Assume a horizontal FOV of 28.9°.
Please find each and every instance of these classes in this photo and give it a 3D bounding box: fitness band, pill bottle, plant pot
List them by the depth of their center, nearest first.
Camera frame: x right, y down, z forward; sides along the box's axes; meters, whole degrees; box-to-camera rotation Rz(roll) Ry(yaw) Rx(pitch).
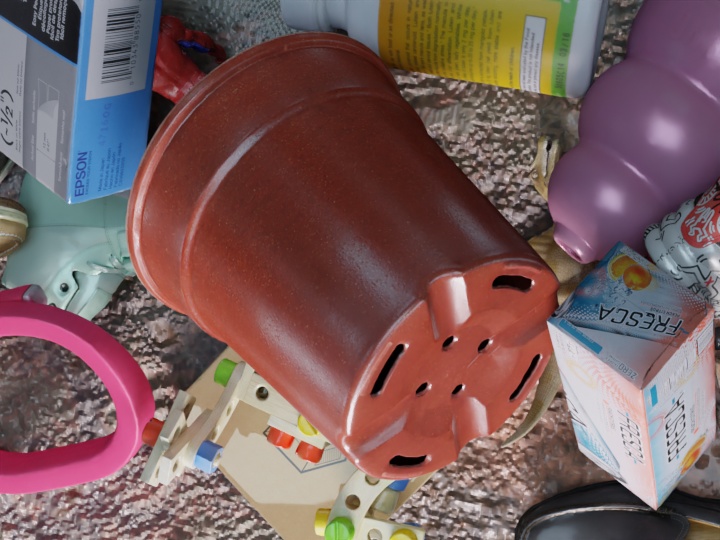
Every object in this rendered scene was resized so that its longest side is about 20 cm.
[{"bbox_3d":[0.000,0.000,0.795,0.201,0.200,0.195,-53,52,9],"label":"plant pot"},{"bbox_3d":[0.055,-0.178,0.876,0.198,0.111,0.112,11,95,10],"label":"pill bottle"},{"bbox_3d":[-0.231,0.084,0.949,0.198,0.038,0.144,-13,117,28],"label":"fitness band"}]

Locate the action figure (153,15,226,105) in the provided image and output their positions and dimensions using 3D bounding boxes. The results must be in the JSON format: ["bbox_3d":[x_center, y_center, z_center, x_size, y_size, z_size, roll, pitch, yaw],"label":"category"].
[{"bbox_3d":[-0.099,-0.111,0.942,0.200,0.099,0.065,43,97,-16],"label":"action figure"}]

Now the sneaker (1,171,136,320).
[{"bbox_3d":[-0.150,0.001,0.944,0.199,0.074,0.119,19,90,19],"label":"sneaker"}]

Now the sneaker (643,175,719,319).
[{"bbox_3d":[0.232,-0.010,0.819,0.108,0.201,0.068,-37,64,18],"label":"sneaker"}]

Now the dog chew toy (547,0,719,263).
[{"bbox_3d":[0.188,-0.088,0.837,0.124,0.125,0.200,41,86,6],"label":"dog chew toy"}]

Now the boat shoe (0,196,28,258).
[{"bbox_3d":[-0.308,0.007,0.939,0.198,0.072,0.077,-16,69,22],"label":"boat shoe"}]

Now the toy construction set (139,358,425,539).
[{"bbox_3d":[-0.039,0.116,0.905,0.198,0.092,0.132,20,98,-2],"label":"toy construction set"}]

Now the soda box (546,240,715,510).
[{"bbox_3d":[0.162,0.067,0.816,0.068,0.200,0.064,38,76,28],"label":"soda box"}]

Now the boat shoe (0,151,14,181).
[{"bbox_3d":[-0.330,-0.062,0.984,0.200,0.060,0.073,-25,89,12],"label":"boat shoe"}]

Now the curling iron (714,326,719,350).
[{"bbox_3d":[0.298,0.027,0.837,0.198,0.050,0.026,-4,106,-15],"label":"curling iron"}]

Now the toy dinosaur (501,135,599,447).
[{"bbox_3d":[0.144,0.016,0.907,0.100,0.058,0.202,2,85,26],"label":"toy dinosaur"}]

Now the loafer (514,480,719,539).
[{"bbox_3d":[0.195,0.175,0.887,0.198,0.072,0.074,-3,93,12],"label":"loafer"}]

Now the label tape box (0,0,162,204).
[{"bbox_3d":[-0.215,-0.153,0.894,0.199,0.066,0.145,32,126,32],"label":"label tape box"}]

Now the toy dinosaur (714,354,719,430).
[{"bbox_3d":[0.284,0.082,0.828,0.134,0.200,0.087,-17,60,9],"label":"toy dinosaur"}]

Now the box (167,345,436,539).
[{"bbox_3d":[-0.012,0.084,0.949,0.164,0.021,0.200,45,101,6],"label":"box"}]
